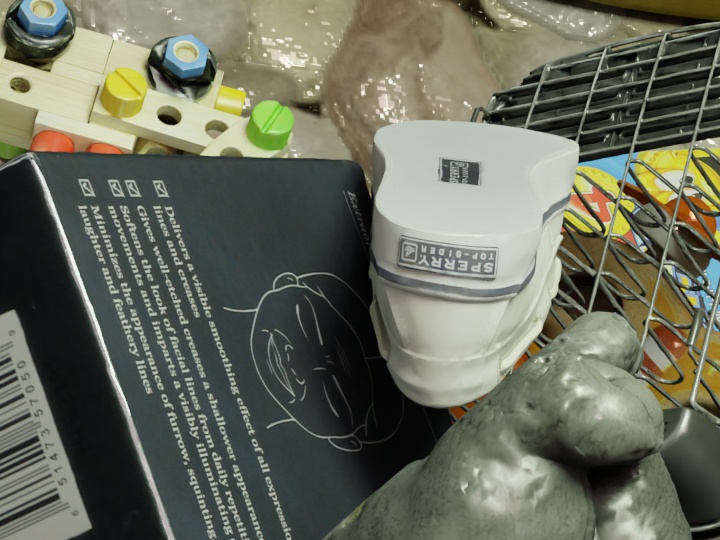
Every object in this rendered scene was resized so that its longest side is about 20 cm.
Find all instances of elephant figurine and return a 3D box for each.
[{"bbox_3d":[0.091,0.122,0.803,0.200,0.155,0.141,50,15,4],"label":"elephant figurine"}]

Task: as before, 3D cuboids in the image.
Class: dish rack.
[{"bbox_3d":[0.087,0.003,0.995,0.055,0.153,0.201,44,52,-38],"label":"dish rack"}]

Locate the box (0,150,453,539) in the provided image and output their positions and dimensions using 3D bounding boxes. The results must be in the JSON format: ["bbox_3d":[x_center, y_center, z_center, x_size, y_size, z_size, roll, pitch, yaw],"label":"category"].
[{"bbox_3d":[-0.063,0.050,0.884,0.200,0.107,0.149,-1,68,-61],"label":"box"}]

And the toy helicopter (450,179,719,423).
[{"bbox_3d":[0.126,0.029,1.054,0.199,0.079,0.133,12,69,36],"label":"toy helicopter"}]

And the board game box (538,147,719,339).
[{"bbox_3d":[0.175,0.042,1.176,0.195,0.056,0.201,-4,58,-24],"label":"board game box"}]

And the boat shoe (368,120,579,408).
[{"bbox_3d":[0.036,-0.005,0.922,0.072,0.066,0.200,6,15,0],"label":"boat shoe"}]

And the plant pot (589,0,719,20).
[{"bbox_3d":[0.111,-0.241,1.275,0.175,0.200,0.201,-6,59,-11],"label":"plant pot"}]

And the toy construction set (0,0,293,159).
[{"bbox_3d":[-0.108,-0.045,1.114,0.199,0.092,0.132,26,51,-16],"label":"toy construction set"}]
